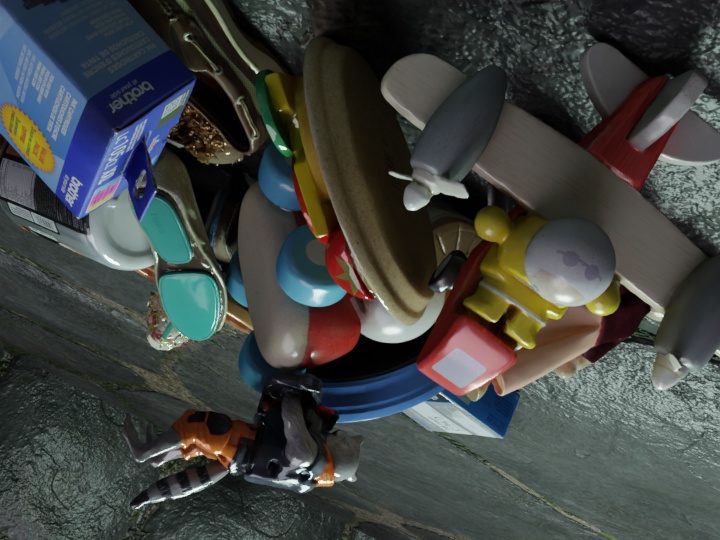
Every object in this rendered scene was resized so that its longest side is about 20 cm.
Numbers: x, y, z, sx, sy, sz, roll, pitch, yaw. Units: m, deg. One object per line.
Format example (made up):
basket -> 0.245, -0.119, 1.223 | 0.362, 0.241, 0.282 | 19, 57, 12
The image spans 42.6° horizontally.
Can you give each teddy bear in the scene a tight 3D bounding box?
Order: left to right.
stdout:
teddy bear -> -0.172, -0.145, 0.752 | 0.200, 0.067, 0.145 | 17, 168, 3

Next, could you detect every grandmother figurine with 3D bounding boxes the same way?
grandmother figurine -> 0.162, 0.035, 0.657 | 0.121, 0.200, 0.061 | 96, 152, -53

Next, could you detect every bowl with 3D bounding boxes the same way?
bowl -> 0.003, 0.076, 0.905 | 0.200, 0.201, 0.039 | 7, 120, 39

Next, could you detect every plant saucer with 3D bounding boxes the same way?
plant saucer -> -0.180, 0.011, 0.989 | 0.200, 0.038, 0.200 | 29, 171, 5

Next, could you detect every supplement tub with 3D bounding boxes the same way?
supplement tub -> -0.266, -0.081, 0.888 | 0.200, 0.123, 0.123 | 20, 160, 38

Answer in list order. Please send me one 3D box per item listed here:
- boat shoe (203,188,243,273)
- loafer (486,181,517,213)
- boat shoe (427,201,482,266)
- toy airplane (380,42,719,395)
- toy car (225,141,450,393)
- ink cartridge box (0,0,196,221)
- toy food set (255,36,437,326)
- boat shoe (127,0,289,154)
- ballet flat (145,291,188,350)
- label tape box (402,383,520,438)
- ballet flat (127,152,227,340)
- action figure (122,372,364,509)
boat shoe -> -0.109, -0.027, 0.948 | 0.072, 0.072, 0.200 | 17, 168, 8
loafer -> 0.121, -0.027, 0.670 | 0.071, 0.073, 0.200 | 46, 164, 41
boat shoe -> 0.113, 0.004, 0.783 | 0.200, 0.071, 0.065 | 40, -170, -35
toy airplane -> 0.119, -0.026, 0.501 | 0.199, 0.200, 0.141 | -6, -165, 8
toy car -> 0.000, 0.000, 0.813 | 0.200, 0.177, 0.184 | 0, 146, -21
ink cartridge box -> -0.194, -0.127, 0.616 | 0.200, 0.076, 0.136 | 47, 147, -2
toy food set -> 0.000, -0.058, 0.602 | 0.049, 0.198, 0.200 | -17, -177, 16
boat shoe -> -0.126, -0.157, 0.637 | 0.075, 0.075, 0.202 | -1, 147, 49
ballet flat -> -0.219, 0.059, 1.051 | 0.076, 0.064, 0.200 | 30, 171, -4
label tape box -> 0.072, 0.142, 1.138 | 0.144, 0.063, 0.200 | 38, 155, -29
ballet flat -> -0.155, -0.020, 0.837 | 0.067, 0.062, 0.200 | 4, 137, 9
action figure -> -0.094, 0.161, 0.800 | 0.193, 0.105, 0.200 | 3, 153, -3
